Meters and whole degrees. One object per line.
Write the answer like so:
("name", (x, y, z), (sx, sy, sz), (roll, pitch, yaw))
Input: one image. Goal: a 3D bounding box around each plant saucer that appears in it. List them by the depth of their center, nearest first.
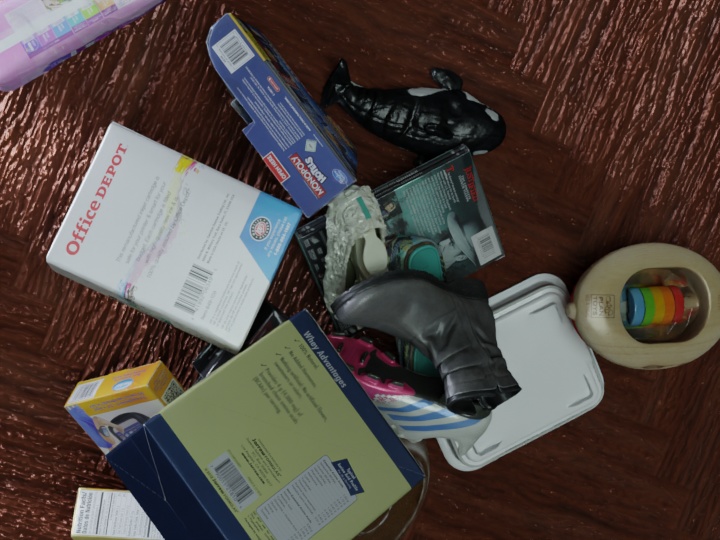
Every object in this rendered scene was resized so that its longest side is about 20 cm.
("plant saucer", (0.005, 0.246, 1.720), (0.200, 0.032, 0.200), (-30, 138, -31))

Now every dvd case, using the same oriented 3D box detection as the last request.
("dvd case", (0.044, -0.028, 1.718), (0.200, 0.022, 0.146), (-28, 126, -6))

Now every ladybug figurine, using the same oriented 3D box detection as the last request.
("ladybug figurine", (0.304, 0.038, 1.782), (0.200, 0.072, 0.136), (2, 88, -24))

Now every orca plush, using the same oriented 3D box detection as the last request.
("orca plush", (0.064, -0.164, 1.695), (0.200, 0.071, 0.105), (29, 92, -17))

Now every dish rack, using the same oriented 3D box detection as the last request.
("dish rack", (0.163, 0.114, 1.787), (0.200, 0.044, 0.172), (-26, 104, -9))

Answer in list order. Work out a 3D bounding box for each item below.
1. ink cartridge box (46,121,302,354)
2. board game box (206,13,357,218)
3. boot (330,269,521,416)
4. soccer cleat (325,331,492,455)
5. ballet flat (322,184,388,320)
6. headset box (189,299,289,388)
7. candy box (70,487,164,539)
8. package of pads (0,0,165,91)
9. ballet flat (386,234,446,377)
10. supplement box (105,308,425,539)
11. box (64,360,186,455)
("ink cartridge box", (-0.178, -0.027, 1.590), (0.200, 0.146, 0.147), (25, 83, -3))
("board game box", (-0.070, -0.146, 1.621), (0.062, 0.200, 0.200), (-37, 85, 7))
("boot", (0.071, 0.072, 1.589), (0.200, 0.070, 0.132), (1, 61, -38))
("soccer cleat", (0.032, 0.131, 1.663), (0.200, 0.070, 0.086), (21, 124, 0))
("ballet flat", (0.000, 0.000, 1.625), (0.072, 0.072, 0.200), (-19, 143, -10))
("headset box", (-0.082, 0.136, 1.712), (0.200, 0.075, 0.149), (38, 89, -17))
("candy box", (-0.180, 0.266, 1.660), (0.200, 0.115, 0.055), (2, 63, 4))
("package of pads", (-0.278, -0.245, 1.569), (0.200, 0.121, 0.076), (-31, 101, -7))
("ballet flat", (0.062, 0.054, 1.710), (0.074, 0.074, 0.200), (-10, 110, -12))
("supplement box", (-0.089, 0.183, 1.543), (0.200, 0.134, 0.200), (-35, 89, -30))
("box", (-0.193, 0.183, 1.665), (0.119, 0.042, 0.200), (-16, 120, 35))
